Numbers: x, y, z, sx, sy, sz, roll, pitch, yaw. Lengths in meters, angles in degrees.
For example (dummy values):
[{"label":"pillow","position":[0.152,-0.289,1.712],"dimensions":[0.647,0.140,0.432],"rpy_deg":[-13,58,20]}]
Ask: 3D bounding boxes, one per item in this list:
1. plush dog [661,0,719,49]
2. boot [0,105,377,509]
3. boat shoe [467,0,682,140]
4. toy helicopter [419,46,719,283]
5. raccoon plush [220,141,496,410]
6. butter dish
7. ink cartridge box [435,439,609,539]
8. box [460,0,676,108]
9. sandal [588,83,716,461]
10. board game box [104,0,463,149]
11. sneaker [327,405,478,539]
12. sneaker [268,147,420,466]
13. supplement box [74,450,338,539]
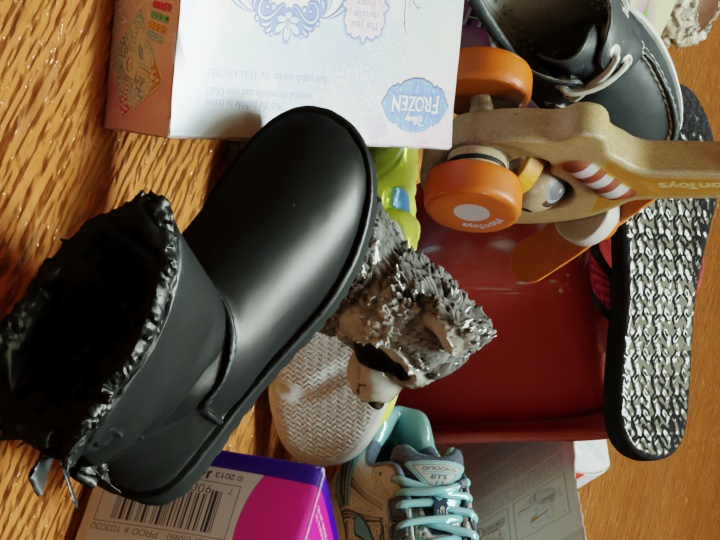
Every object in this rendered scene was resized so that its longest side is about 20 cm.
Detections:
[{"label":"plush dog","position":[0.117,-0.140,1.816],"dimensions":[0.200,0.160,0.172],"rpy_deg":[-44,163,-24]},{"label":"boot","position":[-0.071,0.005,1.121],"dimensions":[0.199,0.073,0.162],"rpy_deg":[-57,162,-5]},{"label":"boat shoe","position":[0.097,-0.118,1.382],"dimensions":[0.200,0.076,0.060],"rpy_deg":[45,15,-27]},{"label":"toy helicopter","position":[0.128,-0.043,1.367],"dimensions":[0.132,0.199,0.079],"rpy_deg":[68,25,-62]},{"label":"raccoon plush","position":[0.001,-0.035,1.347],"dimensions":[0.097,0.133,0.201],"rpy_deg":[-51,145,-64]},{"label":"butter dish","position":[0.073,-0.004,1.559],"dimensions":[0.200,0.198,0.149],"rpy_deg":[-58,140,-54]},{"label":"ink cartridge box","position":[0.064,0.147,1.548],"dimensions":[0.047,0.160,0.200],"rpy_deg":[51,17,-23]},{"label":"box","position":[0.116,-0.205,1.481],"dimensions":[0.176,0.096,0.201],"rpy_deg":[-61,158,-56]},{"label":"sandal","position":[0.145,-0.001,1.481],"dimensions":[0.075,0.045,0.201],"rpy_deg":[12,82,-40]},{"label":"board game box","position":[-0.024,-0.156,1.243],"dimensions":[0.199,0.043,0.200],"rpy_deg":[0,97,-52]},{"label":"sneaker","position":[0.024,0.135,1.429],"dimensions":[0.200,0.077,0.087],"rpy_deg":[-120,-135,-60]},{"label":"sneaker","position":[0.000,0.000,1.486],"dimensions":[0.105,0.075,0.201],"rpy_deg":[-39,140,-80]},{"label":"supplement box","position":[-0.081,0.186,1.203],"dimensions":[0.104,0.101,0.201],"rpy_deg":[81,22,-53]}]
